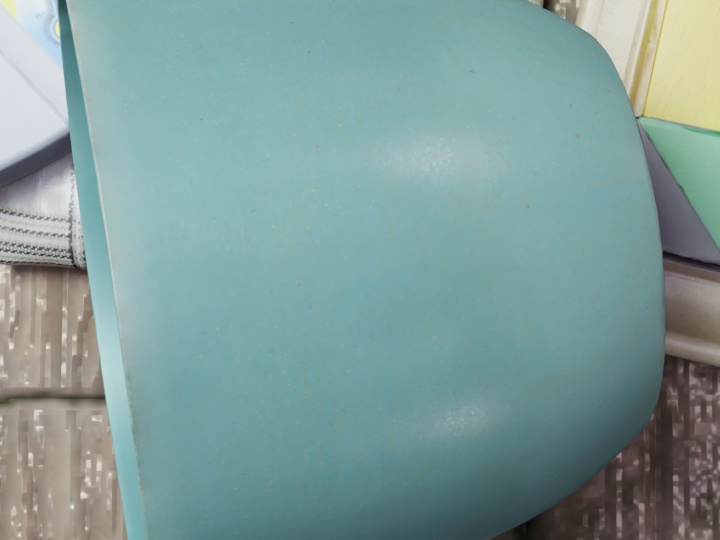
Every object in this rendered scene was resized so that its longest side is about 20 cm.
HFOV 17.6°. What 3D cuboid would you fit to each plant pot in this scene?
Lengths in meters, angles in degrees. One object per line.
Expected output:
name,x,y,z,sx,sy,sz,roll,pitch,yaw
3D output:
plant pot,0.000,0.000,0.705,0.159,0.201,0.202,-7,84,-9

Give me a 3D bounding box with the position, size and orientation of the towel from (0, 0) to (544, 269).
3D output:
towel,-0.031,-0.095,0.814,0.191,0.035,0.202,5,85,8

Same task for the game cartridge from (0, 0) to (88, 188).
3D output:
game cartridge,-0.094,-0.129,0.794,0.133,0.040,0.200,45,91,2

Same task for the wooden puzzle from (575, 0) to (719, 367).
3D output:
wooden puzzle,0.161,-0.061,0.785,0.183,0.037,0.202,13,87,9
